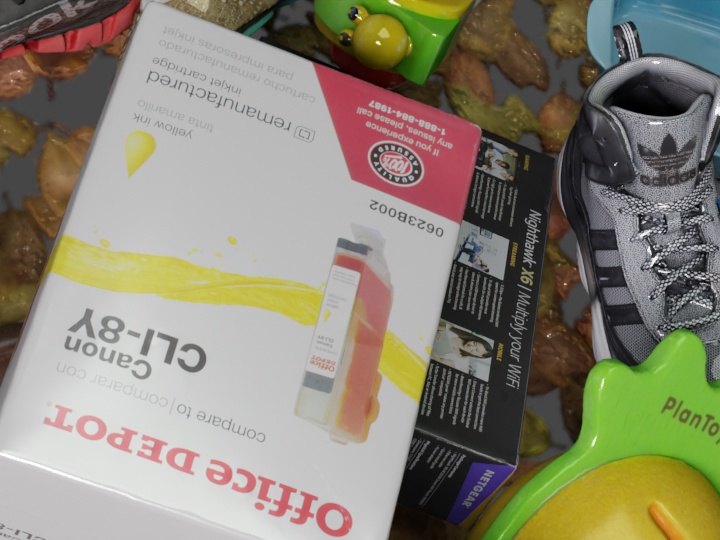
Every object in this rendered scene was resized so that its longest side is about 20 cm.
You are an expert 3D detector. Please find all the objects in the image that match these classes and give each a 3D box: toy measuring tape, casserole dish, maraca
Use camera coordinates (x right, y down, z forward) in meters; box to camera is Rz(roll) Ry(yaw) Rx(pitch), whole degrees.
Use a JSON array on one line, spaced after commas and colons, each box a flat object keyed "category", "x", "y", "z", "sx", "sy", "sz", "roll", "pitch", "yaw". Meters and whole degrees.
[{"category": "toy measuring tape", "x": 0.022, "y": -0.137, "z": 0.919, "sx": 0.073, "sy": 0.074, "sz": 0.200, "roll": 34, "pitch": 26, "yaw": 0}, {"category": "casserole dish", "x": 0.206, "y": -0.095, "z": 1.011, "sx": 0.199, "sy": 0.039, "sz": 0.121, "roll": 15, "pitch": 56, "yaw": -14}, {"category": "maraca", "x": 0.104, "y": 0.120, "z": 0.772, "sx": 0.137, "sy": 0.107, "sz": 0.200, "roll": 23, "pitch": 96, "yaw": -37}]

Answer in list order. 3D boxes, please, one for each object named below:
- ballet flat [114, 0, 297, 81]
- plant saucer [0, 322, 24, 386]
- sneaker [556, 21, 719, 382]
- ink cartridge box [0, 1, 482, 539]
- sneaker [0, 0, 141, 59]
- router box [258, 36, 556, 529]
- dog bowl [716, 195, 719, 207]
[{"category": "ballet flat", "x": -0.060, "y": -0.147, "z": 0.914, "sx": 0.200, "sy": 0.070, "sz": 0.065, "roll": -42, "pitch": 111, "yaw": -42}, {"category": "plant saucer", "x": -0.115, "y": 0.103, "z": 0.770, "sx": 0.200, "sy": 0.035, "sz": 0.201, "roll": 10, "pitch": 57, "yaw": -16}, {"category": "sneaker", "x": 0.136, "y": -0.016, "z": 0.837, "sx": 0.075, "sy": 0.114, "sz": 0.200, "roll": -11, "pitch": 55, "yaw": -6}, {"category": "ink cartridge box", "x": -0.049, "y": 0.020, "z": 0.707, "sx": 0.145, "sy": 0.083, "sz": 0.200, "roll": 20, "pitch": 59, "yaw": -10}, {"category": "sneaker", "x": -0.177, "y": -0.124, "z": 0.840, "sx": 0.200, "sy": 0.098, "sz": 0.071, "roll": -28, "pitch": 76, "yaw": -31}, {"category": "router box", "x": 0.000, "y": 0.000, "z": 0.843, "sx": 0.157, "sy": 0.052, "sz": 0.200, "roll": 22, "pitch": 44, "yaw": -8}, {"category": "dog bowl", "x": 0.186, "y": 0.057, "z": 0.906, "sx": 0.111, "sy": 0.050, "sz": 0.200, "roll": 20, "pitch": 56, "yaw": -9}]
